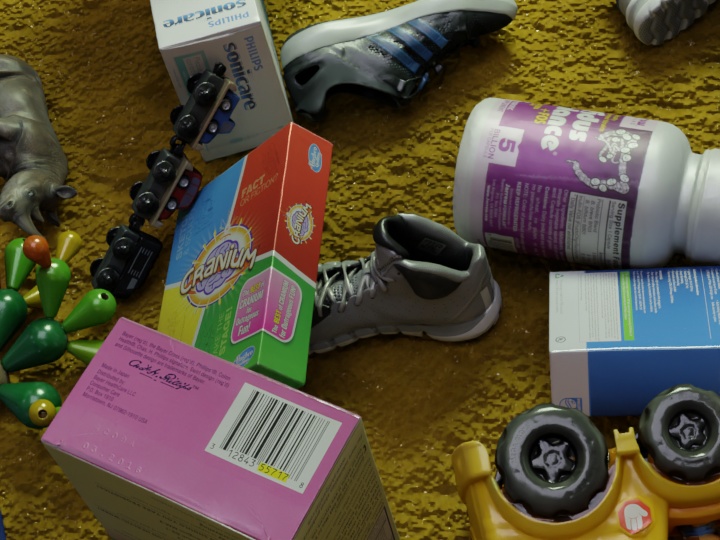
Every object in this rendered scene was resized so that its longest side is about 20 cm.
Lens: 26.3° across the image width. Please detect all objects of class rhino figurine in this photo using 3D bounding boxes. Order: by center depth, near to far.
[{"bbox_3d":[-0.282,-0.103,1.254,0.087,0.060,0.201,6,46,-40],"label":"rhino figurine"}]

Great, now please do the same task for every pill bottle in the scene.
[{"bbox_3d":[0.175,-0.059,1.124,0.198,0.113,0.113,10,60,16],"label":"pill bottle"}]

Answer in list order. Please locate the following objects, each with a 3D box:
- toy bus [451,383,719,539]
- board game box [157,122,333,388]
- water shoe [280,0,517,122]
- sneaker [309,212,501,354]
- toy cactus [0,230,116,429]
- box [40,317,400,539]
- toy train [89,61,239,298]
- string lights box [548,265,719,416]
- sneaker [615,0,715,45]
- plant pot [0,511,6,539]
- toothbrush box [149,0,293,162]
[{"bbox_3d":[0.169,0.182,0.970,0.198,0.136,0.194,-10,70,1],"label":"toy bus"},{"bbox_3d":[-0.089,0.012,1.114,0.153,0.040,0.201,-31,43,43],"label":"board game box"},{"bbox_3d":[0.036,-0.172,1.260,0.198,0.072,0.080,-13,84,0],"label":"water shoe"},{"bbox_3d":[0.000,0.000,1.114,0.198,0.116,0.076,-5,57,6],"label":"sneaker"},{"bbox_3d":[-0.255,0.064,1.143,0.164,0.102,0.201,-31,66,1],"label":"toy cactus"},{"bbox_3d":[-0.080,0.145,0.985,0.175,0.201,0.097,20,63,22],"label":"box"},{"bbox_3d":[-0.145,-0.066,1.177,0.201,0.046,0.034,-61,29,11],"label":"toy train"},{"bbox_3d":[0.230,0.046,1.057,0.198,0.059,0.103,-2,32,9],"label":"string lights box"},{"bbox_3d":[0.287,-0.271,1.260,0.199,0.075,0.082,-32,59,-10],"label":"sneaker"},{"bbox_3d":[-0.348,0.200,1.010,0.199,0.180,0.201,-19,56,-4],"label":"plant pot"},{"bbox_3d":[-0.121,-0.215,1.256,0.085,0.147,0.201,-16,57,0],"label":"toothbrush box"}]
